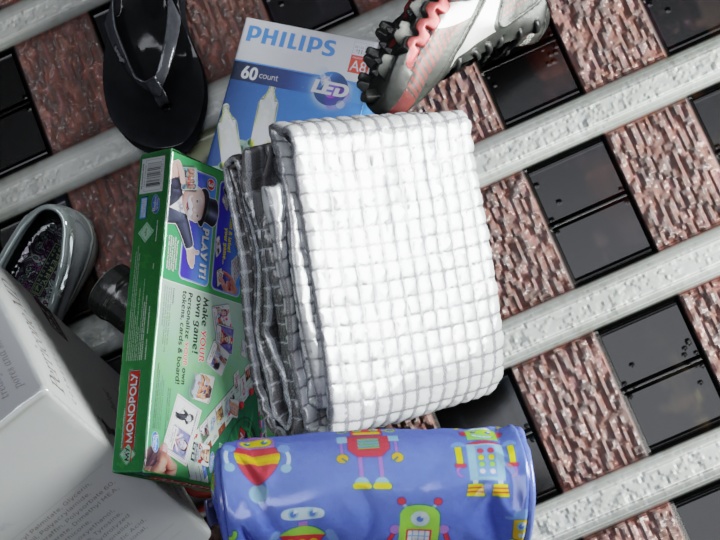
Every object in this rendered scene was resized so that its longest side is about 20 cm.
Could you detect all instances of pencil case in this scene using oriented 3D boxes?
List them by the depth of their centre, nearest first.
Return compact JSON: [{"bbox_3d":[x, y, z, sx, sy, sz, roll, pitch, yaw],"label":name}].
[{"bbox_3d":[0.006,0.140,1.069,0.199,0.078,0.087,-3,109,-5],"label":"pencil case"}]

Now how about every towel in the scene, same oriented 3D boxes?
[{"bbox_3d":[0.000,0.000,1.157,0.085,0.165,0.201,-9,92,50],"label":"towel"}]

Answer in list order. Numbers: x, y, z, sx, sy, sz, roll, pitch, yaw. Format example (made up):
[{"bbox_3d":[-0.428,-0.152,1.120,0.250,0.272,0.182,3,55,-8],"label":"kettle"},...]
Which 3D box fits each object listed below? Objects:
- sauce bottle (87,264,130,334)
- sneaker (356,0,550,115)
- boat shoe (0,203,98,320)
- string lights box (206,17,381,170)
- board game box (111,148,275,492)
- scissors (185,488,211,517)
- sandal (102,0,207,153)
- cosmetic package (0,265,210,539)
[{"bbox_3d":[-0.103,0.069,1.229,0.200,0.065,0.065,39,87,17],"label":"sauce bottle"},{"bbox_3d":[0.076,-0.171,1.226,0.098,0.071,0.201,40,64,-13],"label":"sneaker"},{"bbox_3d":[-0.251,0.043,1.257,0.070,0.072,0.202,21,83,14],"label":"boat shoe"},{"bbox_3d":[-0.053,-0.067,1.251,0.102,0.059,0.201,12,80,13],"label":"string lights box"},{"bbox_3d":[-0.094,0.038,1.133,0.029,0.134,0.201,-6,73,35],"label":"board game box"},{"bbox_3d":[-0.030,0.171,1.218,0.199,0.014,0.074,7,80,12],"label":"scissors"},{"bbox_3d":[-0.157,-0.180,1.303,0.076,0.043,0.201,-9,76,9],"label":"sandal"},{"bbox_3d":[-0.234,0.125,1.145,0.165,0.200,0.165,-38,46,0],"label":"cosmetic package"}]
